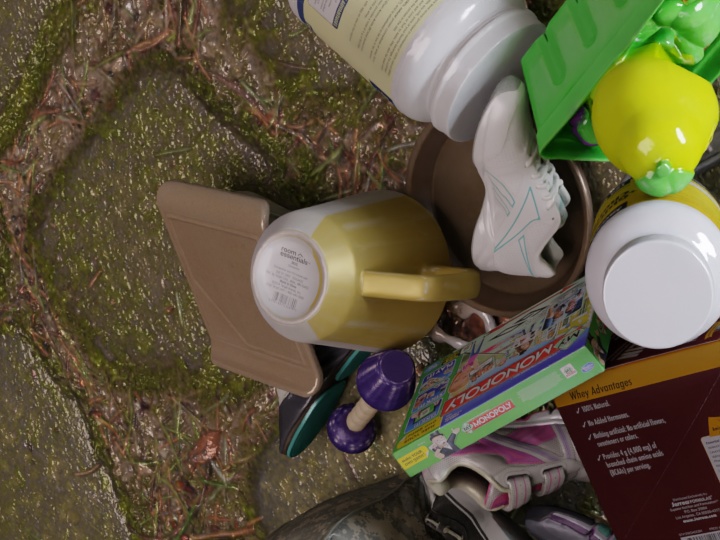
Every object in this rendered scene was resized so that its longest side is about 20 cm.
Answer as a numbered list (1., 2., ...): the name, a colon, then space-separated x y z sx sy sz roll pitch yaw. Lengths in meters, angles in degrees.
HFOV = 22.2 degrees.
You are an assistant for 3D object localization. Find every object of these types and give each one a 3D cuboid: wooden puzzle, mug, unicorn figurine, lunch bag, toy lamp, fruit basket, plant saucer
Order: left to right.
1. wooden puzzle: -0.113 0.013 1.777 0.184 0.037 0.202 14 126 50
2. lunch bag: -0.027 0.288 1.769 0.163 0.199 0.118 -26 88 41
3. mug: -0.007 -0.005 1.631 0.186 0.153 0.150 -32 74 31
4. toy lamp: 0.012 0.122 1.721 0.058 0.058 0.200 53 157 12
5. unicorn figurine: 0.110 0.093 1.683 0.137 0.074 0.201 37 141 24
6. plant saucer: 0.126 -0.057 1.637 0.199 0.029 0.202 14 113 35
7. fruit basket: 0.233 -0.143 1.428 0.215 0.155 0.218 3 94 51

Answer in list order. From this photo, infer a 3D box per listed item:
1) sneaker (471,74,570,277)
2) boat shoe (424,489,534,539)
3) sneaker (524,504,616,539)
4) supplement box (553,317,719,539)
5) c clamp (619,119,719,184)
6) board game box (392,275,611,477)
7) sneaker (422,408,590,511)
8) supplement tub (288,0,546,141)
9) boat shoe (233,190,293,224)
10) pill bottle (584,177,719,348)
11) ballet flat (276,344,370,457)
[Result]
1. sneaker: 0.140 -0.077 1.548 0.080 0.071 0.201 16 136 23
2. boat shoe: 0.114 0.250 1.663 0.064 0.071 0.200 -53 21 1
3. sneaker: 0.220 0.281 1.588 0.199 0.088 0.074 31 163 1
4. supplement box: 0.293 0.134 1.480 0.196 0.133 0.201 -19 99 42
5. c clamp: 0.301 -0.034 1.500 0.199 0.027 0.172 -21 91 42
6. board game box: 0.123 0.083 1.520 0.199 0.135 0.029 -32 106 28
7. sneaker: 0.141 0.175 1.624 0.198 0.089 0.082 5 147 8
8. supplement tub: 0.049 -0.219 1.564 0.200 0.144 0.146 44 128 22
9. boat shoe: -0.076 -0.030 1.787 0.199 0.068 0.073 27 120 31
10. pill bottle: 0.229 -0.006 1.410 0.111 0.200 0.113 2 103 9
11. ballet flat: -0.039 0.095 1.802 0.073 0.073 0.201 45 123 18
